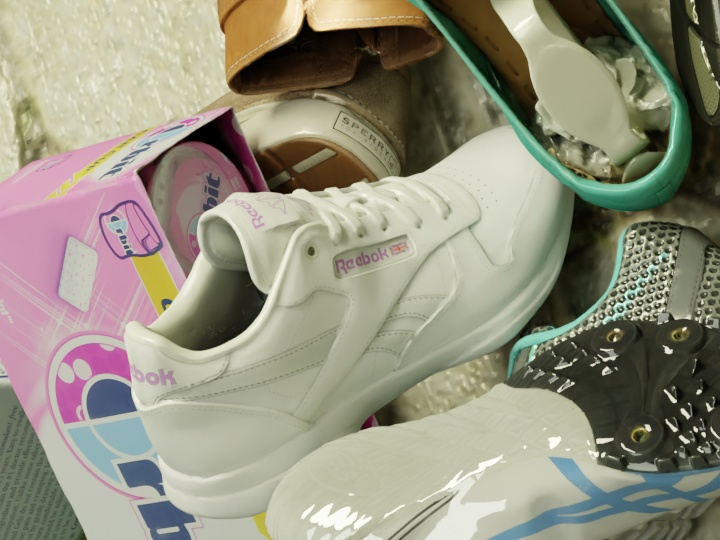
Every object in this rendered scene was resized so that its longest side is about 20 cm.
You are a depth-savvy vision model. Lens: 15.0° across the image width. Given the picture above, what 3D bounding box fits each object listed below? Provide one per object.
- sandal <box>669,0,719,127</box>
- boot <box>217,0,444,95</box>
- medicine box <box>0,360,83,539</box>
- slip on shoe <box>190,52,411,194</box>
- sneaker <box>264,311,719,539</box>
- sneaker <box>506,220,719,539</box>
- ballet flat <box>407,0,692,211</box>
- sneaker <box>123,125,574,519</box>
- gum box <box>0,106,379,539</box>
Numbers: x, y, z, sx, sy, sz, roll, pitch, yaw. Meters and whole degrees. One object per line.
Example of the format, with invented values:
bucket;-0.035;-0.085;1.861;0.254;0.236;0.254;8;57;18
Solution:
sandal;0.136;-0.151;0.942;0.057;0.080;0.203;-4;98;-4
boot;-0.041;-0.137;1.064;0.199;0.077;0.156;-10;69;29
medicine box;-0.233;0.050;1.164;0.182;0.199;0.103;34;112;35
slip on shoe;-0.055;-0.037;1.107;0.200;0.076;0.061;-25;35;46
sneaker;0.065;0.071;0.921;0.199;0.073;0.072;-19;42;23
sneaker;0.079;0.064;0.989;0.200;0.077;0.091;-48;58;20
ballet flat;0.050;-0.103;0.955;0.067;0.070;0.200;-40;97;2
sneaker;0.000;0.000;0.977;0.075;0.200;0.100;21;144;48
gum box;-0.067;0.048;1.067;0.113;0.066;0.201;-12;109;40
